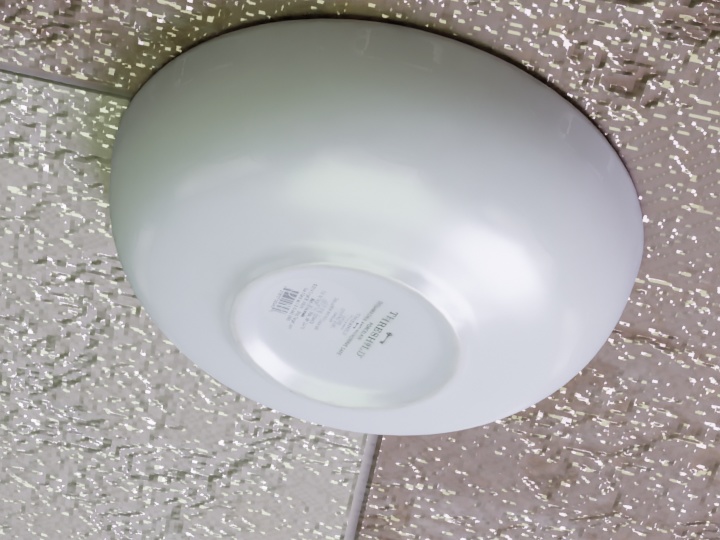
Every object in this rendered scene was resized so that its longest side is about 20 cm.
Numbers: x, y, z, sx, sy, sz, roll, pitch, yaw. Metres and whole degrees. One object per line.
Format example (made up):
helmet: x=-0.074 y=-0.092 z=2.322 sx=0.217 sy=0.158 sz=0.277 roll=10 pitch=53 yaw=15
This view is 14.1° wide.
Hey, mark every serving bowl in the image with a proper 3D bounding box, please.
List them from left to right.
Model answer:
serving bowl: x=0.000 y=0.000 z=1.062 sx=0.200 sy=0.066 sz=0.200 roll=8 pitch=141 yaw=7
